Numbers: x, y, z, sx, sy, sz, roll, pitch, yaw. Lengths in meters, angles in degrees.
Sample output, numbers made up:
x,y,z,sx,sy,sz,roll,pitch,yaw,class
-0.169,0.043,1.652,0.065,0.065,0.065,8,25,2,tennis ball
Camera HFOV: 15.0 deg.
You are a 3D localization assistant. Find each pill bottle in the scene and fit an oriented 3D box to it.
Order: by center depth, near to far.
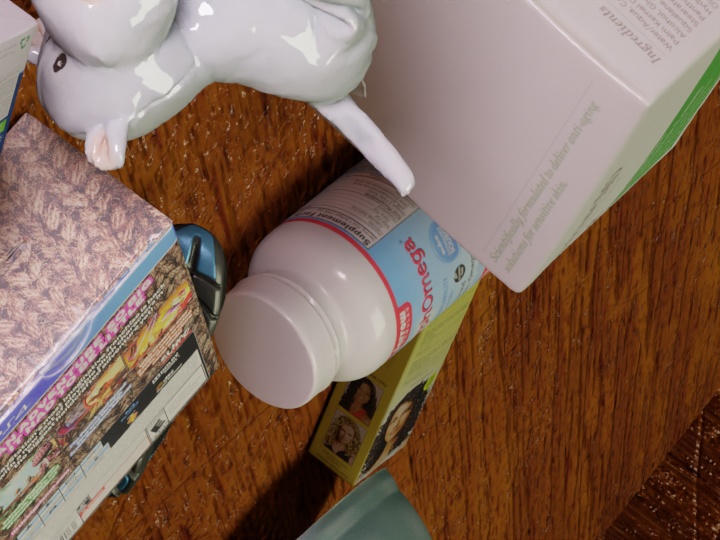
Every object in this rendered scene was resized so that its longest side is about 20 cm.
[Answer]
x,y,z,sx,sy,sz,roll,pitch,yaw,class
0.000,0.000,1.716,0.200,0.109,0.109,-40,159,-39,pill bottle

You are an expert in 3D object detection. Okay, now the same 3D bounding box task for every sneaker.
x,y,z,sx,sy,sz,roll,pitch,yaw,class
-0.122,0.037,1.556,0.200,0.073,0.082,-61,179,40,sneaker

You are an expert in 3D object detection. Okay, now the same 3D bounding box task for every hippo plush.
x,y,z,sx,sy,sz,roll,pitch,yaw,class
-0.082,-0.132,1.251,0.160,0.160,0.201,-18,138,-10,hippo plush

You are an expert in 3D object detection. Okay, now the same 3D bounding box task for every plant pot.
x,y,z,sx,sy,sz,roll,pitch,yaw,class
-0.010,0.270,2.102,0.200,0.134,0.200,-42,173,-7,plant pot

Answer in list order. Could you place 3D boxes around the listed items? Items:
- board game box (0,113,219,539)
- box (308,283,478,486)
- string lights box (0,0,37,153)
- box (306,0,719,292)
x,y,z,sx,sy,sz,roll,pitch,yaw,class
-0.167,0.045,1.371,0.160,0.097,0.200,-49,163,-15,board game box
0.027,0.064,2.020,0.075,0.050,0.201,-35,155,-46,box
-0.212,-0.027,1.174,0.103,0.059,0.201,-34,155,-47,string lights box
0.096,-0.143,1.500,0.171,0.200,0.199,-40,169,-35,box
